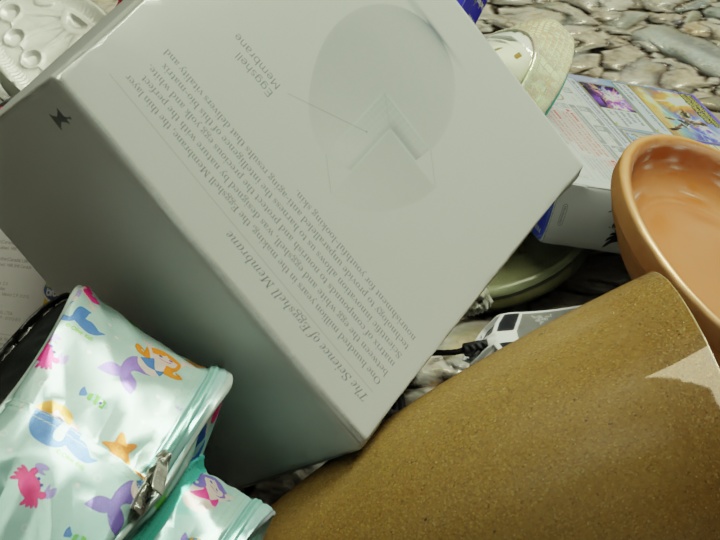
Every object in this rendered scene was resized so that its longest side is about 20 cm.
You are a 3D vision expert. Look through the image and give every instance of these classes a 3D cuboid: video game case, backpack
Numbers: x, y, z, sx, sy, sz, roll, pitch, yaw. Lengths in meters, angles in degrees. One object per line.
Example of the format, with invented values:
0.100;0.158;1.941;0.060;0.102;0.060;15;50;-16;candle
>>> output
0.166;-0.067;1.223;0.179;0.046;0.200;7;26;-20;video game case
-0.123;0.115;0.775;0.149;0.178;0.201;26;48;-4;backpack

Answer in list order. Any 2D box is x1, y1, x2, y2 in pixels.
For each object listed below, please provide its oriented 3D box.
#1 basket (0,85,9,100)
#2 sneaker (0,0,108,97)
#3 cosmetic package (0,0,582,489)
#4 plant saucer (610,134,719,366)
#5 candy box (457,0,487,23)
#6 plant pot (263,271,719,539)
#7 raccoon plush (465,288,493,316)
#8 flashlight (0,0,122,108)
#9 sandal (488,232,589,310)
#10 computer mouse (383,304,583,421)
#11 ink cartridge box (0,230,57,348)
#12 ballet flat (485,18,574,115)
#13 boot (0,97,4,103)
-0.328;-0.161;1.276;0.159;0.200;0.200;8;31;18;basket
-0.146;-0.079;1.192;0.199;0.147;0.081;33;68;20;sneaker
-0.040;-0.046;0.874;0.123;0.200;0.200;-25;18;51;cosmetic package
0.213;0.008;1.061;0.199;0.038;0.201;27;32;-19;plant saucer
0.028;-0.154;1.187;0.077;0.201;0.169;29;5;3;candy box
0.061;0.119;0.823;0.198;0.188;0.187;-17;31;-3;plant pot
0.000;0.000;1.086;0.097;0.200;0.134;-44;86;-9;raccoon plush
-0.150;-0.120;1.090;0.067;0.068;0.201;24;65;9;flashlight
0.039;-0.021;1.170;0.199;0.058;0.080;6;30;10;sandal
0.095;0.055;1.056;0.197;0.044;0.110;-5;24;3;computer mouse
-0.168;0.035;0.931;0.118;0.202;0.042;5;-11;35;ink cartridge box
0.069;-0.095;1.141;0.067;0.063;0.201;4;50;37;ballet flat
-0.245;-0.084;1.163;0.068;0.200;0.131;-50;6;-10;boot
